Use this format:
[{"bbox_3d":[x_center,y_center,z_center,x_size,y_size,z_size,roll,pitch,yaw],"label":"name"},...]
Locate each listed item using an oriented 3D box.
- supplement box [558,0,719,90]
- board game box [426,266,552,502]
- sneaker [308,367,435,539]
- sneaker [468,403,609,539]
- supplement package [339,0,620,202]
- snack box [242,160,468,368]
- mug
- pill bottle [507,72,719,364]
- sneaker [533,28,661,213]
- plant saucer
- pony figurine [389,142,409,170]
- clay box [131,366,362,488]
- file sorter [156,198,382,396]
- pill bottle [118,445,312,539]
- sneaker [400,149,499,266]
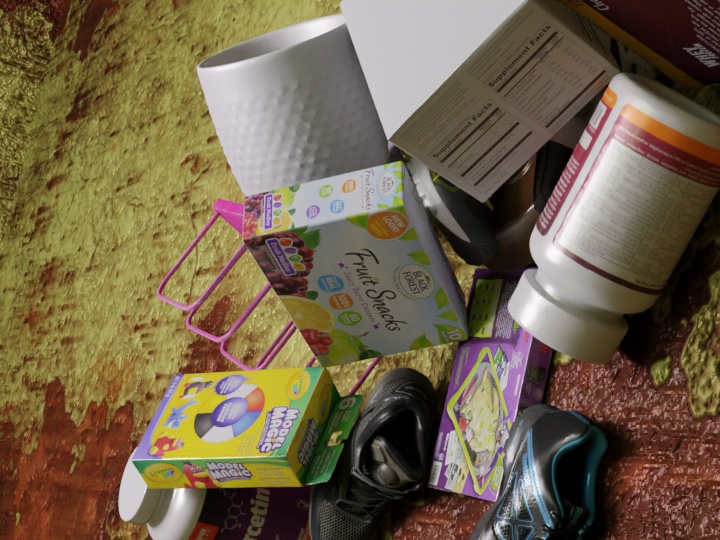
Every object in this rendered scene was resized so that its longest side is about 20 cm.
[{"bbox_3d":[0.243,-0.246,1.077,0.200,0.196,0.134,-10,55,62],"label":"supplement box"},{"bbox_3d":[0.117,0.097,1.332,0.120,0.032,0.202,-3,72,67],"label":"board game box"},{"bbox_3d":[0.006,0.193,1.414,0.200,0.076,0.114,-60,5,16],"label":"sneaker"},{"bbox_3d":[0.133,0.202,1.181,0.082,0.073,0.202,2,77,62],"label":"sneaker"},{"bbox_3d":[0.088,-0.187,1.230,0.156,0.111,0.201,-44,36,22],"label":"supplement package"},{"bbox_3d":[0.000,0.000,1.322,0.141,0.200,0.053,-13,52,14],"label":"snack box"},{"bbox_3d":[-0.042,-0.126,1.376,0.147,0.177,0.200,-12,17,18],"label":"mug"},{"bbox_3d":[0.195,-0.038,1.165,0.201,0.109,0.110,-64,27,17],"label":"pill bottle"},{"bbox_3d":[0.197,-0.134,1.242,0.074,0.088,0.201,62,-133,-82],"label":"sneaker"},{"bbox_3d":[0.149,-0.096,1.357,0.200,0.032,0.201,-46,29,36],"label":"plant saucer"},{"bbox_3d":[0.017,-0.110,1.523,0.199,0.167,0.194,2,45,38],"label":"pony figurine"},{"bbox_3d":[-0.105,0.147,1.449,0.199,0.048,0.115,-6,40,28],"label":"clay box"},{"bbox_3d":[-0.086,0.044,1.538,0.126,0.200,0.139,-52,23,-10],"label":"file sorter"},{"bbox_3d":[-0.137,0.236,1.556,0.112,0.199,0.113,-42,39,47],"label":"pill bottle"},{"bbox_3d":[0.088,-0.090,1.345,0.084,0.075,0.201,-29,47,8],"label":"sneaker"}]
